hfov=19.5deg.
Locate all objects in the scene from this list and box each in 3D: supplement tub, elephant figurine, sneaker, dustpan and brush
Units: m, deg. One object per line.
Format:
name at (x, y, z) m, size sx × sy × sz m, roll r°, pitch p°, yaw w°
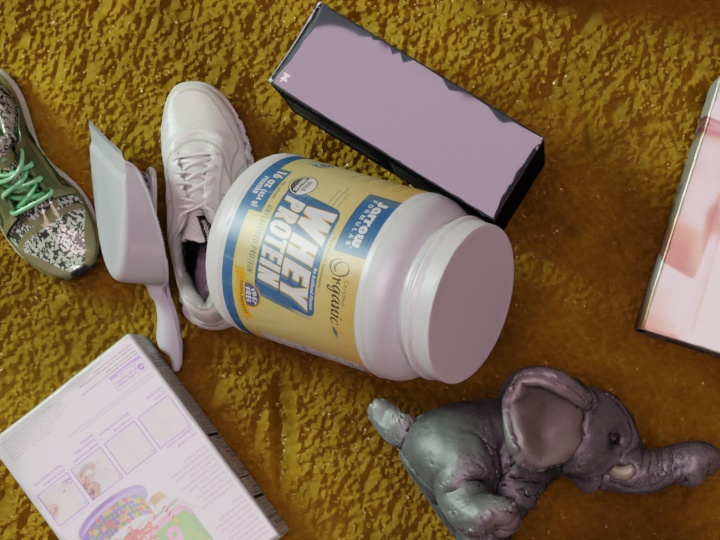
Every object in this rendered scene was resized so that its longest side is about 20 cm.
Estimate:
supplement tub at (0.000, 0.000, 1.581) m, size 0.200 × 0.145 × 0.145 m, roll 16°, pitch 89°, yaw 30°
elephant figurine at (0.143, 0.129, 1.600) m, size 0.200 × 0.142 × 0.155 m, roll -36°, pitch 126°, yaw -4°
sneaker at (-0.123, -0.054, 1.660) m, size 0.075 × 0.081 × 0.200 m, roll -8°, pitch 85°, yaw 8°
sneaker at (-0.281, -0.079, 1.674) m, size 0.077 × 0.089 × 0.200 m, roll -33°, pitch 84°, yaw 4°
dustpan and brush at (-0.172, -0.012, 1.656) m, size 0.057 × 0.140 × 0.200 m, roll -6°, pitch 107°, yaw -17°

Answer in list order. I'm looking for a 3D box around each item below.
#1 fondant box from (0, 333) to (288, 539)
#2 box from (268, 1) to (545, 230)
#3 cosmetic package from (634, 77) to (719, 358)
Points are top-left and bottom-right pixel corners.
fondant box at (-0.175, 0.172, 1.665) m, size 0.144 × 0.058 × 0.200 m, roll -38°, pitch 83°, yaw 3°
box at (0.040, -0.114, 1.613) m, size 0.200 × 0.141 × 0.079 m, roll 32°, pitch 91°, yaw 6°
cosmetic package at (0.280, -0.036, 1.601) m, size 0.087 × 0.103 × 0.200 m, roll 18°, pitch 88°, yaw 6°
